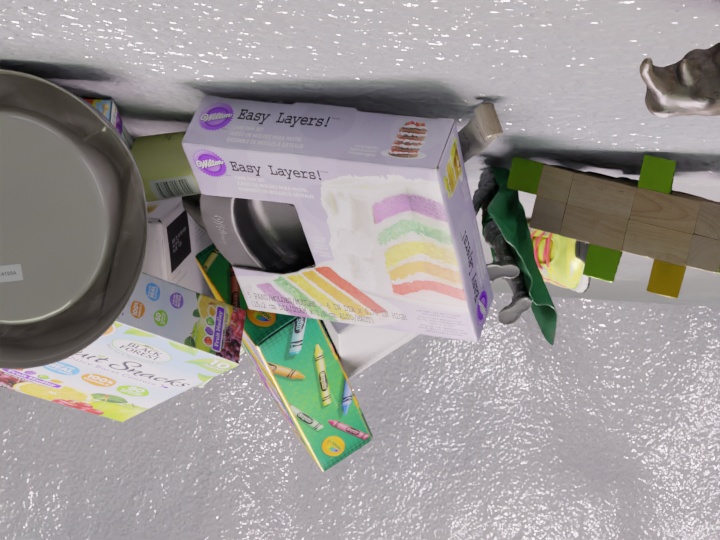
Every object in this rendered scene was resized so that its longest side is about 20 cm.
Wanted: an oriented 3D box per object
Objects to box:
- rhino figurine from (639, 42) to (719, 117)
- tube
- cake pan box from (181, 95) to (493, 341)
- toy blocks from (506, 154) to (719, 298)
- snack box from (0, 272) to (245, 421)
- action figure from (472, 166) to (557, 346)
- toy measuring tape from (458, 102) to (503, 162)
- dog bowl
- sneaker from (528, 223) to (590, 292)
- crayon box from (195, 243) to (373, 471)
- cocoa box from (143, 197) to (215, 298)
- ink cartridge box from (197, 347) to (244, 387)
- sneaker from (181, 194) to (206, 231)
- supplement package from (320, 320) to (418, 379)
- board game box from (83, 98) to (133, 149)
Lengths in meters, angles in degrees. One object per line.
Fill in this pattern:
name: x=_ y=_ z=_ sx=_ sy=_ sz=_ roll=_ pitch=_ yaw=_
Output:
rhino figurine: x=0.212 y=-0.084 z=0.660 sx=0.198 sy=0.061 sz=0.087 roll=7 pitch=156 yaw=-26
tube: x=-0.076 y=-0.090 z=1.067 sx=0.197 sy=0.052 sz=0.058 roll=-6 pitch=-143 yaw=14
cake pan box: x=-0.015 y=-0.035 z=0.988 sx=0.197 sy=0.053 sz=0.185 roll=9 pitch=141 yaw=20
toy blocks: x=0.225 y=-0.044 z=1.139 sx=0.197 sy=0.101 sz=0.137 roll=15 pitch=-172 yaw=15
snack box: x=-0.203 y=0.059 z=1.120 sx=0.141 sy=0.054 sz=0.199 roll=20 pitch=150 yaw=-31
action figure: x=0.117 y=-0.032 z=1.153 sx=0.054 sy=0.119 sz=0.201 roll=-18 pitch=-155 yaw=11
toy measuring tape: x=0.037 y=-0.073 z=0.992 sx=0.073 sy=0.075 sz=0.200 roll=5 pitch=169 yaw=-14
dog bowl: x=-0.236 y=-0.038 z=0.952 sx=0.197 sy=0.203 sz=0.059 roll=4 pitch=-165 yaw=2
sneaker: x=0.205 y=-0.018 z=1.579 sx=0.089 sy=0.079 sz=0.200 roll=7 pitch=176 yaw=-9
crayon box: x=-0.063 y=0.068 z=1.197 sx=0.058 sy=0.119 sz=0.201 roll=-32 pitch=140 yaw=-9
cocoa box: x=-0.213 y=-0.008 z=1.300 sx=0.129 sy=0.135 sz=0.200 roll=-2 pitch=-164 yaw=9
ink cartridge box: x=-0.086 y=0.015 z=1.375 sx=0.200 sy=0.048 sz=0.145 roll=-46 pitch=-176 yaw=-37
sneaker: x=-0.082 y=-0.066 z=1.264 sx=0.097 sy=0.072 sz=0.199 roll=24 pitch=-160 yaw=34
supplement package: x=0.000 y=0.000 z=1.190 sx=0.116 sy=0.118 sz=0.200 roll=-31 pitch=167 yaw=-8
board game box: x=-0.278 y=-0.068 z=1.048 sx=0.197 sy=0.105 sz=0.105 roll=4 pitch=165 yaw=2
